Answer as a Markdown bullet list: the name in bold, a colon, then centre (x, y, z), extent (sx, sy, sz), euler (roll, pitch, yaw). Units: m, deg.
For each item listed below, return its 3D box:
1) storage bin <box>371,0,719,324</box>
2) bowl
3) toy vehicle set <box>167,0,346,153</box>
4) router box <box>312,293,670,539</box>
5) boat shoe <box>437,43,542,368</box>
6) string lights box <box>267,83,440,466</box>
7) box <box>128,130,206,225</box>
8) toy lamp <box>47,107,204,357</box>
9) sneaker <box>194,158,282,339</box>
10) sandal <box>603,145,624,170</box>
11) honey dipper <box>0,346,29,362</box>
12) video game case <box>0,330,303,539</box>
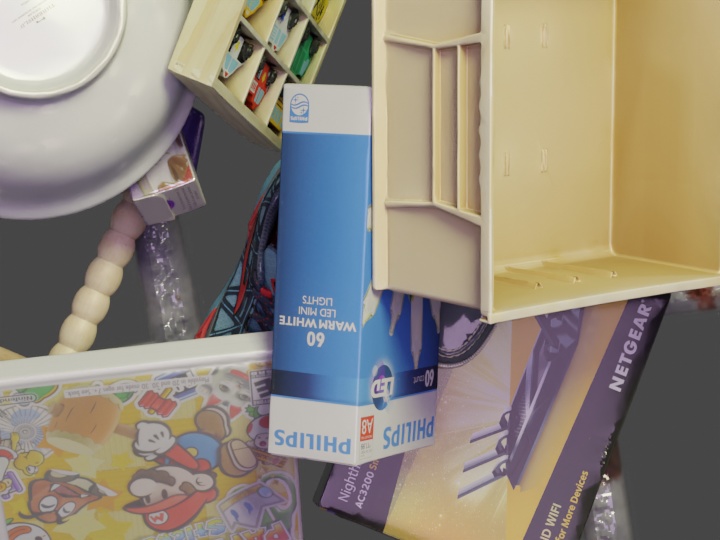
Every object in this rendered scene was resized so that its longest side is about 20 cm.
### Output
- **storage bin**: centre (0.109, -0.087, 1.051), extent (0.199, 0.093, 0.201), euler (-8, 102, -40)
- **bowl**: centre (-0.173, -0.131, 1.026), extent (0.199, 0.090, 0.203), euler (1, 86, -13)
- **toy vehicle set**: centre (-0.051, -0.145, 1.110), extent (0.026, 0.200, 0.125), euler (20, 87, 11)
- **router box**: centre (0.079, 0.077, 1.187), extent (0.156, 0.052, 0.202), euler (21, 86, -4)
- **boat shoe**: centre (0.064, -0.042, 1.128), extent (0.072, 0.062, 0.202), euler (14, 91, 4)
- **string lights box**: centre (0.000, 0.000, 1.086), extent (0.059, 0.103, 0.202), euler (4, 94, 27)
- **box**: centre (-0.138, -0.124, 1.145), extent (0.038, 0.041, 0.201), euler (-18, 69, -3)
- **toy lamp**: centre (-0.149, -0.009, 1.167), extent (0.058, 0.058, 0.201), euler (25, 86, -4)
- **sneaker**: centre (-0.051, 0.016, 1.155), extent (0.079, 0.096, 0.202), euler (15, 87, -4)
- **sandal**: centre (0.143, -0.068, 1.193), extent (0.198, 0.076, 0.048), euler (6, 60, -4)
- **honey dipper**: centre (-0.188, 0.058, 1.106), extent (0.199, 0.038, 0.038), euler (26, 85, -30)
- **video game case**: centre (-0.134, 0.122, 1.129), extent (0.198, 0.023, 0.183), euler (-6, 126, -6)
